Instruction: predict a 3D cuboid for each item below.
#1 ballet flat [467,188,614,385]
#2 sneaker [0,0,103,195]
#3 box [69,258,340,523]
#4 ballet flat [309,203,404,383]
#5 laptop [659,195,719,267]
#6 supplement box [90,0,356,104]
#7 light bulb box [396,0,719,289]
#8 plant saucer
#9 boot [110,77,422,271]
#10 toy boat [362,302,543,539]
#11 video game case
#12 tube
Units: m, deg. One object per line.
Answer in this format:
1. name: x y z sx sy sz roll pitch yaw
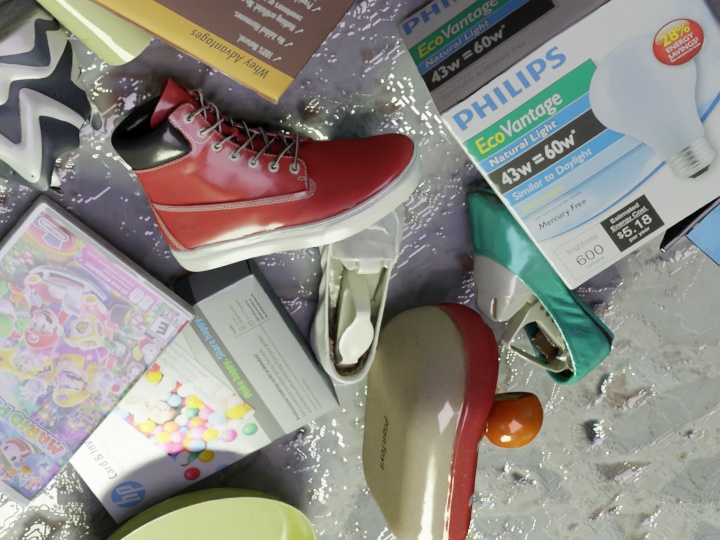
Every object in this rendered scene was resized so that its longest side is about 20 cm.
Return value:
1. ballet flat: 0.128 0.023 1.778 0.070 0.067 0.200 -52 130 -14
2. sneaker: -0.265 -0.082 1.586 0.199 0.079 0.130 -36 119 -2
3. box: -0.138 0.089 1.774 0.200 0.041 0.156 -27 128 5
4. ballet flat: 0.000 0.000 1.733 0.069 0.069 0.200 -3 125 -15
5. laptop: 0.339 -0.053 1.765 0.187 0.200 0.116 -43 89 15
6. supplement box: -0.083 -0.253 1.482 0.197 0.133 0.200 27 114 -31
7. light bulb box: 0.166 -0.131 1.649 0.198 0.125 0.200 -34 128 9
8. plant saucer: -0.134 0.233 1.862 0.200 0.031 0.200 -15 142 -13
9. boot: -0.067 -0.086 1.633 0.200 0.072 0.144 -16 127 15
10. toy boat: 0.080 0.117 1.805 0.131 0.131 0.200 -9 128 -19
11. video game case: -0.238 0.062 1.701 0.143 0.018 0.200 38 103 -17
12. tube: -0.215 -0.209 1.521 0.200 0.058 0.052 41 66 -40
